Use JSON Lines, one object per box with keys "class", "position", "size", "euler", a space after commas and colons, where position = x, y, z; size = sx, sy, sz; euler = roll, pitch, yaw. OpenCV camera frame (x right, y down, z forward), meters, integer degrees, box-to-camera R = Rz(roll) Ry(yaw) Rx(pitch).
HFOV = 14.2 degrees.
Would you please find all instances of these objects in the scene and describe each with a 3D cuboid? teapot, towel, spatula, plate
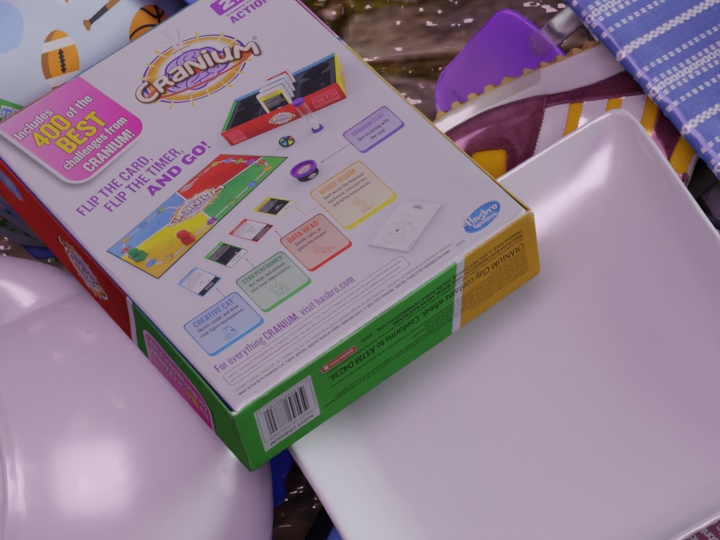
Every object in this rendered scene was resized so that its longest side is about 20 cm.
{"class": "teapot", "position": [-0.135, 0.104, 1.245], "size": [0.145, 0.198, 0.200], "euler": [0, 31, -28]}
{"class": "towel", "position": [0.197, -0.074, 1.258], "size": [0.144, 0.024, 0.200], "euler": [-30, 73, -32]}
{"class": "spatula", "position": [0.113, -0.133, 1.328], "size": [0.056, 0.021, 0.200], "euler": [42, 87, 8]}
{"class": "plate", "position": [0.073, 0.053, 1.177], "size": [0.199, 0.032, 0.200], "euler": [-31, 52, -3]}

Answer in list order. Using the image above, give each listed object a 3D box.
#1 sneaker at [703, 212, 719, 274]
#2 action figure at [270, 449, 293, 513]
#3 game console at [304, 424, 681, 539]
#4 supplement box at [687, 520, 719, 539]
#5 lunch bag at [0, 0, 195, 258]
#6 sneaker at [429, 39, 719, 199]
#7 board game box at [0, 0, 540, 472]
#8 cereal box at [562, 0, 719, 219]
{"class": "sneaker", "position": [0.185, 0.010, 1.253], "size": [0.198, 0.130, 0.080], "euler": [-22, 71, 4]}
{"class": "action figure", "position": [-0.044, 0.087, 1.292], "size": [0.051, 0.065, 0.201], "euler": [13, 101, -5]}
{"class": "game console", "position": [0.031, 0.142, 1.196], "size": [0.176, 0.031, 0.201], "euler": [0, 54, 49]}
{"class": "supplement box", "position": [0.196, 0.126, 1.216], "size": [0.200, 0.131, 0.103], "euler": [-42, 68, -4]}
{"class": "lunch bag", "position": [-0.129, -0.122, 1.327], "size": [0.123, 0.170, 0.201], "euler": [15, 71, 45]}
{"class": "sneaker", "position": [0.096, -0.041, 1.269], "size": [0.199, 0.075, 0.090], "euler": [-29, 69, -6]}
{"class": "board game box", "position": [-0.044, -0.029, 1.213], "size": [0.153, 0.040, 0.200], "euler": [-33, 53, -16]}
{"class": "cereal box", "position": [0.180, -0.124, 1.343], "size": [0.143, 0.040, 0.201], "euler": [-33, 70, 2]}
